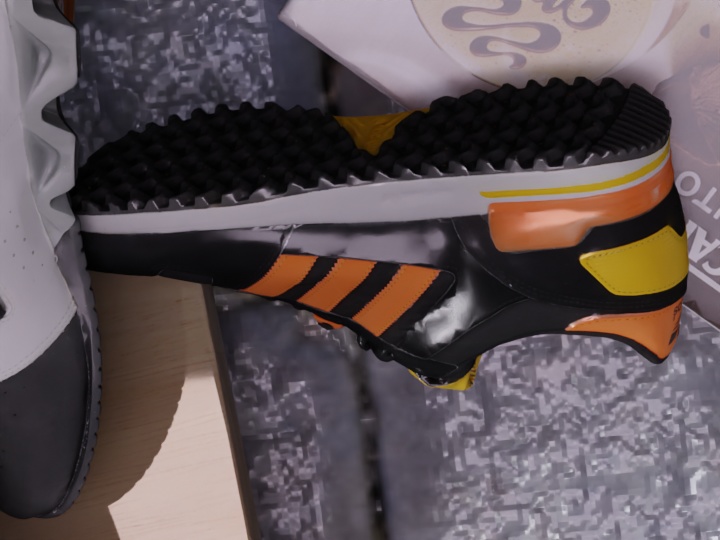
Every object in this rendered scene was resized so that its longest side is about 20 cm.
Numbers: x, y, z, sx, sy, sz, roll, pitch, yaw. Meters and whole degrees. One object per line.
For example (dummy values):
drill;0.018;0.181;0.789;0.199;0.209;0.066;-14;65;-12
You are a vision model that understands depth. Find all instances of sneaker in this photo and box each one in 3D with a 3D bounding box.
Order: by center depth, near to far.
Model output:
sneaker;-0.127;-0.010;0.699;0.088;0.074;0.200;-17;120;-25
sneaker;0.000;0.000;0.722;0.200;0.070;0.090;-5;116;20

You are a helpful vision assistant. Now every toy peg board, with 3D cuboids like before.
toy peg board;-0.129;0.082;0.818;0.200;0.098;0.199;-12;85;7

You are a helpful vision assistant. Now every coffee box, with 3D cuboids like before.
coffee box;0.089;-0.071;0.759;0.200;0.080;0.113;36;103;-3

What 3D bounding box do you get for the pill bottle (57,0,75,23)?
pill bottle;-0.141;-0.155;0.746;0.112;0.112;0.200;5;103;4
